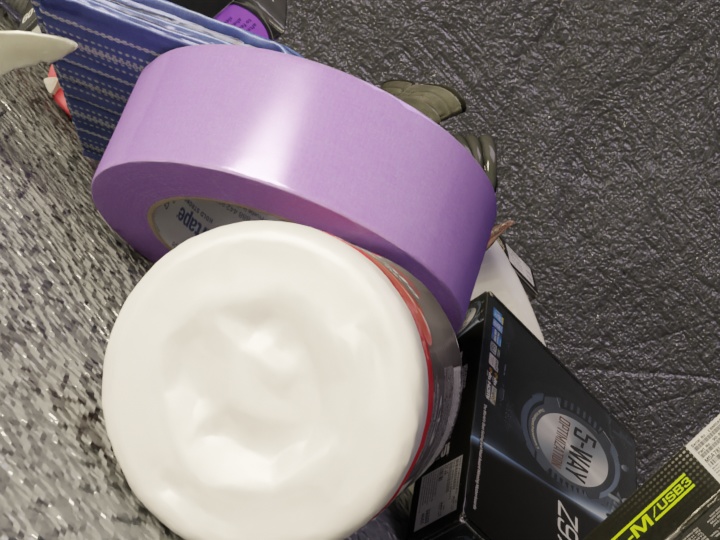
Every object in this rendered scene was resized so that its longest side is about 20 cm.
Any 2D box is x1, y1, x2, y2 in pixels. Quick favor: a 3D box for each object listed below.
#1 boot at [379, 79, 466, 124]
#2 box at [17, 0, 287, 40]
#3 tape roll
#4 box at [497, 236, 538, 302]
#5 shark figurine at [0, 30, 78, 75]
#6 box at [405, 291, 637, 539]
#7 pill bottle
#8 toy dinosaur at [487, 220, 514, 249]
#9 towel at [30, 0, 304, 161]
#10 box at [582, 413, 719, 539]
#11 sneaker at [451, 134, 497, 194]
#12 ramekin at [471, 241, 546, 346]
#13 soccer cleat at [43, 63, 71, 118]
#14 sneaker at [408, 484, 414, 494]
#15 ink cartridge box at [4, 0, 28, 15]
[{"bbox_3d":[0.044,-0.115,0.993,0.199,0.130,0.068,25,-32,49],"label":"boot"},{"bbox_3d":[-0.120,-0.203,0.730,0.106,0.122,0.201,39,31,-32],"label":"box"},{"bbox_3d":[-0.033,-0.030,0.600,0.198,0.066,0.200,17,-20,6],"label":"tape roll"},{"bbox_3d":[0.048,-0.006,1.114,0.200,0.161,0.049,43,23,-26],"label":"box"},{"bbox_3d":[-0.224,-0.166,0.567,0.128,0.090,0.215,38,7,-48],"label":"shark figurine"},{"bbox_3d":[0.105,0.131,0.705,0.160,0.043,0.201,44,32,-19],"label":"box"},{"bbox_3d":[-0.016,0.044,0.469,0.111,0.111,0.200,46,5,9],"label":"pill bottle"},{"bbox_3d":[0.000,0.000,0.793,0.135,0.198,0.087,35,52,-51],"label":"toy dinosaur"},{"bbox_3d":[-0.098,-0.090,0.638,0.144,0.024,0.200,21,-20,2],"label":"towel"},{"bbox_3d":[0.196,0.185,0.610,0.193,0.200,0.048,42,7,-27],"label":"box"},{"bbox_3d":[0.043,-0.057,0.853,0.098,0.072,0.200,6,-6,-9],"label":"sneaker"},{"bbox_3d":[0.092,0.053,1.001,0.202,0.094,0.204,157,-90,-87],"label":"ramekin"},{"bbox_3d":[-0.126,-0.080,0.781,0.200,0.067,0.076,41,8,11],"label":"soccer cleat"},{"bbox_3d":[0.042,0.108,0.738,0.200,0.075,0.088,47,18,2],"label":"sneaker"},{"bbox_3d":[-0.208,-0.196,0.849,0.199,0.057,0.162,35,-8,-19],"label":"ink cartridge box"}]
